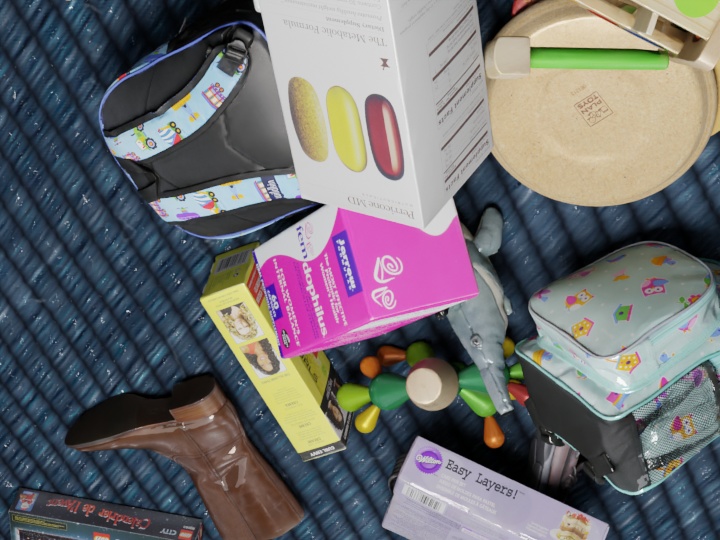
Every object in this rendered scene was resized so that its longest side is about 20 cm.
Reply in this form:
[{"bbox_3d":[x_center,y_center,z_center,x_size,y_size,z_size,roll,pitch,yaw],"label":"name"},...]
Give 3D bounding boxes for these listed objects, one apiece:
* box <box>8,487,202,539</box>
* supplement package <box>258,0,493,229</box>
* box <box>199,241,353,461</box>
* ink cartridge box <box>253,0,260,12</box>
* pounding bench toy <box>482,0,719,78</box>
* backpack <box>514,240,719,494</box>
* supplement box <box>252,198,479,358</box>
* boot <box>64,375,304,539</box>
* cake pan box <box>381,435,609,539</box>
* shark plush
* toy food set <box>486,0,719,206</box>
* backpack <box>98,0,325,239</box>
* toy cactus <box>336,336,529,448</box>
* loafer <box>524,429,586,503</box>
[{"bbox_3d":[-0.268,0.307,1.670,0.199,0.038,0.137,9,126,5],"label":"box"},{"bbox_3d":[0.014,-0.148,1.114,0.114,0.110,0.200,15,135,30],"label":"supplement package"},{"bbox_3d":[-0.073,0.076,1.450,0.050,0.075,0.200,-20,117,21],"label":"box"},{"bbox_3d":[0.009,-0.282,1.132,0.199,0.044,0.174,-9,134,0],"label":"ink cartridge box"},{"bbox_3d":[0.197,-0.196,1.130,0.156,0.124,0.200,27,99,-7],"label":"pounding bench toy"},{"bbox_3d":[0.246,0.065,1.302,0.200,0.176,0.154,-22,115,-18],"label":"backpack"},{"bbox_3d":[0.000,0.000,1.289,0.200,0.103,0.101,-27,77,62],"label":"supplement box"},{"bbox_3d":[-0.173,0.207,1.573,0.186,0.064,0.200,-15,125,23],"label":"boot"},{"bbox_3d":[0.116,0.236,1.469,0.200,0.052,0.184,24,156,7],"label":"cake pan box"},{"bbox_3d":[0.077,0.032,1.333,0.091,0.200,0.083,-19,164,32],"label":"shark plush"},{"bbox_3d":[0.188,-0.141,1.261,0.198,0.049,0.200,34,124,-11],"label":"toy food set"},{"bbox_3d":[-0.100,-0.124,1.279,0.200,0.135,0.183,-20,117,34],"label":"backpack"},{"bbox_3d":[0.067,0.108,1.393,0.199,0.165,0.103,1,88,13],"label":"toy cactus"},{"bbox_3d":[0.193,0.162,1.456,0.063,0.072,0.200,6,127,-2],"label":"loafer"}]
